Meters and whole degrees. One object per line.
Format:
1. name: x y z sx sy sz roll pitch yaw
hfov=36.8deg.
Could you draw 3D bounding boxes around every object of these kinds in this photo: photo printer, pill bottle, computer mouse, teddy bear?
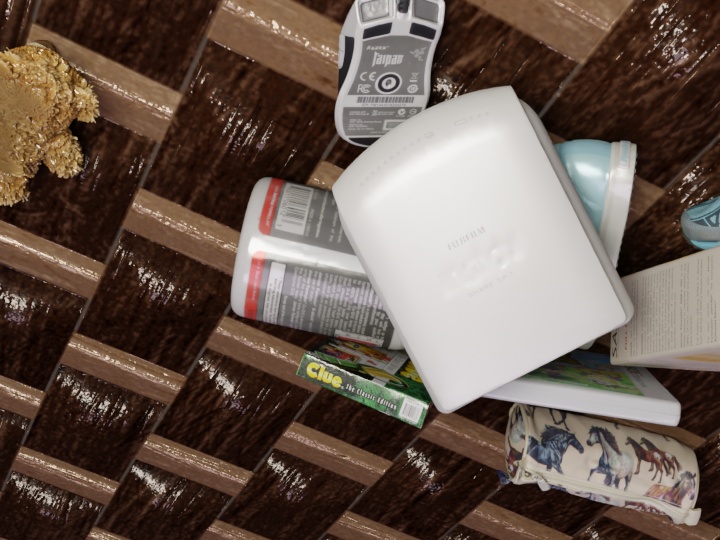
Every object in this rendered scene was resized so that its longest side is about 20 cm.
1. photo printer: 0.083 -0.021 0.786 0.164 0.069 0.202 -27 96 11
2. pill bottle: 0.000 0.000 0.887 0.196 0.117 0.117 13 138 -1
3. computer mouse: 0.019 -0.170 0.750 0.108 0.044 0.202 -2 140 -16
4. teddy bear: -0.282 -0.123 0.866 0.143 0.067 0.201 28 142 -5

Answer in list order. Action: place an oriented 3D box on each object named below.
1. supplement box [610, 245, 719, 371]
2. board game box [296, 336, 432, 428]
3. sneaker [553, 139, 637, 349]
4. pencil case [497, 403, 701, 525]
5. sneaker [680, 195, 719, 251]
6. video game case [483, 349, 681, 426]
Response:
1. supplement box: 0.286 0.031 0.810 0.124 0.075 0.200 5 170 -13
2. board game box: 0.018 0.082 0.897 0.103 0.200 0.024 24 97 7
3. sneaker: 0.168 -0.023 0.868 0.080 0.074 0.202 11 130 12
4. pencil case: 0.238 0.193 1.065 0.196 0.090 0.078 14 138 -5
5. sneaker: 0.312 -0.085 0.778 0.199 0.079 0.096 -29 103 36
6. video game case: 0.156 0.087 0.925 0.196 0.182 0.022 8 97 3
